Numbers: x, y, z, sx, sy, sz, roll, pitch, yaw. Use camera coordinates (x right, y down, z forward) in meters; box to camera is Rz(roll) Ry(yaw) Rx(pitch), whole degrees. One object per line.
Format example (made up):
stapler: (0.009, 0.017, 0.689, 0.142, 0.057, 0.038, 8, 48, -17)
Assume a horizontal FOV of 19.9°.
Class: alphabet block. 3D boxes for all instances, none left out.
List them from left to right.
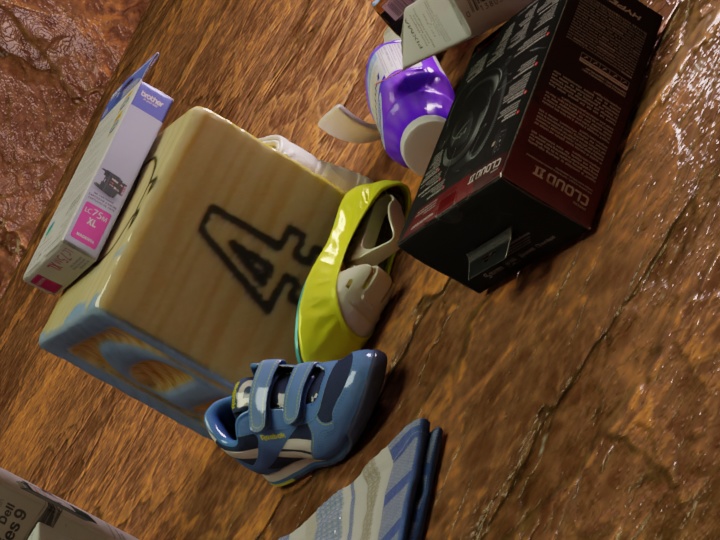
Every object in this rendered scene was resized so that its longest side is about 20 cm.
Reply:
alphabet block: (-0.128, 0.009, 1.748, 0.195, 0.196, 0.200, -23, 39, 63)

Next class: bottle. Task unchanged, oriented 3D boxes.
bottle: (0.045, -0.128, 1.668, 0.200, 0.065, 0.084, -105, 9, -68)

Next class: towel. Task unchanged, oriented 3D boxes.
towel: (-0.015, 0.198, 1.375, 0.200, 0.024, 0.147, -45, 22, 43)

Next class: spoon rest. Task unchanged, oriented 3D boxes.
spoon rest: (0.037, -0.184, 1.863, 0.200, 0.061, 0.099, -54, 11, -33)

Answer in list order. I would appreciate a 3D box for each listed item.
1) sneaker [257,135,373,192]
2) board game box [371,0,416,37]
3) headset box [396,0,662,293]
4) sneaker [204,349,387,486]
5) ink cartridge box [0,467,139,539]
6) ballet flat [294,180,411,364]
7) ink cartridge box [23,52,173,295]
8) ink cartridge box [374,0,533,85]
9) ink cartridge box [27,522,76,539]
sneaker: (-0.076, -0.073, 1.881, 0.200, 0.115, 0.074, -29, 36, 64)
board game box: (0.093, -0.304, 1.810, 0.200, 0.057, 0.165, -42, 19, 14)
headset box: (0.111, -0.086, 1.391, 0.149, 0.077, 0.200, -35, 30, 58)
sneaker: (-0.050, 0.105, 1.542, 0.200, 0.082, 0.074, -37, 26, 51)
ink cartridge box: (-0.294, 0.268, 1.784, 0.146, 0.200, 0.084, -61, 17, -2)
ballet flat: (0.000, 0.000, 1.622, 0.067, 0.067, 0.200, -21, 35, 34)
ink cartridge box: (-0.220, -0.083, 1.766, 0.119, 0.042, 0.200, -32, 34, 60)
ink cartridge box: (0.099, -0.208, 1.556, 0.162, 0.057, 0.200, -28, 9, -20)
ink cartridge box: (-0.244, 0.336, 1.614, 0.200, 0.145, 0.145, -57, 16, 12)
